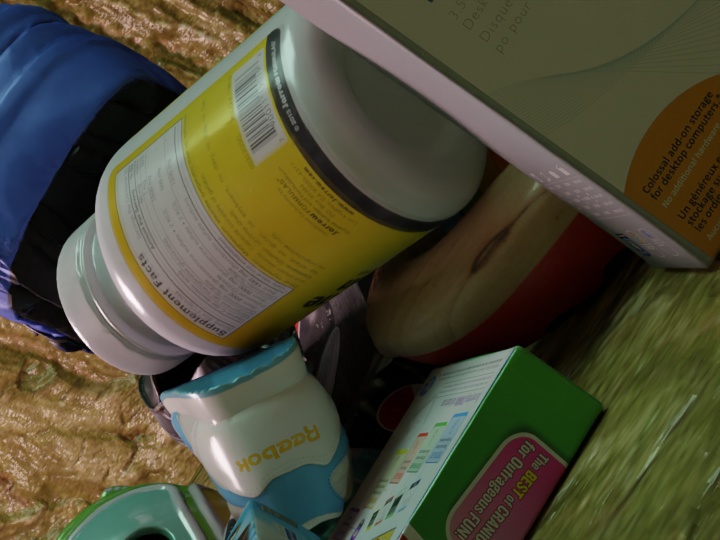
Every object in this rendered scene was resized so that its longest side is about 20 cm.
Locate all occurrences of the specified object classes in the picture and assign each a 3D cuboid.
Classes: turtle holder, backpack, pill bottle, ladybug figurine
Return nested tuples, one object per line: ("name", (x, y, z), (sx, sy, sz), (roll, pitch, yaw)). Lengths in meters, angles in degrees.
("turtle holder", (-0.093, 0.187, 0.932), (0.184, 0.143, 0.131), (-13, -2, -29))
("backpack", (-0.170, -0.050, 0.885), (0.164, 0.166, 0.200), (-63, -14, 1))
("pill bottle", (-0.047, -0.031, 0.728), (0.199, 0.112, 0.112), (-34, 17, 38))
("ladybug figurine", (0.078, -0.028, 0.729), (0.200, 0.072, 0.136), (-48, 16, 26))

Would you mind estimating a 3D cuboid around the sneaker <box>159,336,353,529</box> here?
("sneaker", (-0.046, 0.080, 0.771), (0.076, 0.082, 0.200), (-24, 0, -3))

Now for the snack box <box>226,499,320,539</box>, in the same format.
("snack box", (-0.072, 0.186, 0.593), (0.202, 0.037, 0.116), (-62, 4, -3))

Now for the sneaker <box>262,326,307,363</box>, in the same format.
("sneaker", (-0.015, 0.040, 1.041), (0.099, 0.077, 0.201), (-47, -26, -27))

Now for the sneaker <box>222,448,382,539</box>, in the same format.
("sneaker", (-0.017, 0.134, 0.863), (0.200, 0.074, 0.088), (-51, -20, -51))

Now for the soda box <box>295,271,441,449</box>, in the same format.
("soda box", (0.000, 0.000, 0.867), (0.071, 0.063, 0.201), (-64, 31, 34))

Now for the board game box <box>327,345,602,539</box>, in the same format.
("board game box", (0.008, 0.128, 0.648), (0.201, 0.040, 0.153), (-57, 4, -10))

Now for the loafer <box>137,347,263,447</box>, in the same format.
("loafer", (-0.093, 0.060, 0.974), (0.073, 0.072, 0.199), (-56, 22, -18))

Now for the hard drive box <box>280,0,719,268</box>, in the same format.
("hard drive box", (0.081, -0.120, 0.603), (0.157, 0.199, 0.077), (-56, 4, -2))
